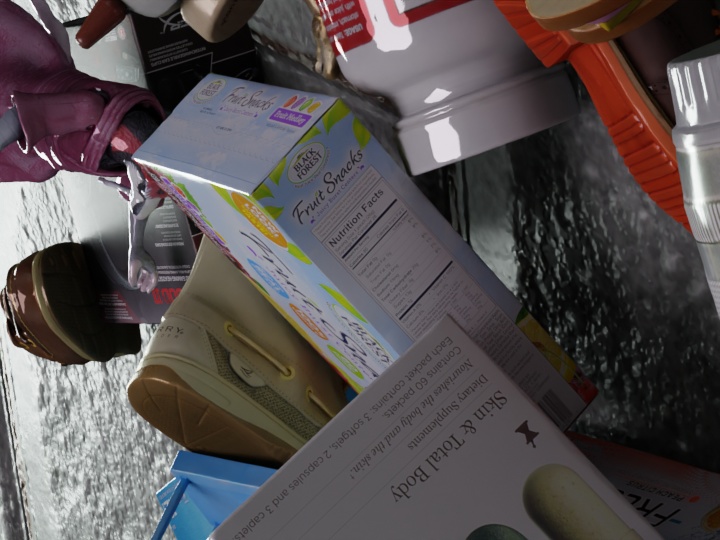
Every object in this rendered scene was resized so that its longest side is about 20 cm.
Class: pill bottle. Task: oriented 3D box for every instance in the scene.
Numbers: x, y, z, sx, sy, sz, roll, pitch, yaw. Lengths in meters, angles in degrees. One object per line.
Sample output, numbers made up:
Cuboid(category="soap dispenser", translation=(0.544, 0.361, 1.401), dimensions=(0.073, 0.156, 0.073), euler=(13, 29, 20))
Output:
Cuboid(category="pill bottle", translation=(0.028, -0.151, 1.167), dimensions=(0.112, 0.112, 0.201), euler=(-15, 95, 60))

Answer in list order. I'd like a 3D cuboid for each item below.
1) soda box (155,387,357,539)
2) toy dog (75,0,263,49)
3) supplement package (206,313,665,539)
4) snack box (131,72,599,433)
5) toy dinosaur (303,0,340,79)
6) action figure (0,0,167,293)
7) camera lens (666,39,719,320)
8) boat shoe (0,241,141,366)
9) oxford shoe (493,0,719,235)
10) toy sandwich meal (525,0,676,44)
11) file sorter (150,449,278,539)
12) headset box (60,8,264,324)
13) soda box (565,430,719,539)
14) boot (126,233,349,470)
Cuboid(category="soda box", translation=(-0.049, 0.124, 1.516), dimensions=(0.068, 0.064, 0.200), euler=(64, 150, 8))
Cuboid(category="toy dog", translation=(-0.105, -0.170, 1.228), dimensions=(0.131, 0.096, 0.201), euler=(30, 156, 29))
Cuboid(category="supplement package", translation=(0.040, 0.159, 1.127), dimensions=(0.200, 0.152, 0.151), euler=(46, 156, 6))
Cuboid(category="snack box", translation=(0.000, 0.000, 1.244), dimensions=(0.200, 0.068, 0.168), euler=(46, 169, -23))
Cuboid(category="toy dinosaur", translation=(-0.060, -0.192, 1.329), dimensions=(0.101, 0.058, 0.200), euler=(20, 150, 54))
Cuboid(category="action figure", translation=(-0.154, -0.084, 1.411), dimensions=(0.199, 0.134, 0.150), euler=(17, 80, 38))
Cuboid(category="camera lens", translation=(0.205, 0.001, 0.917), dimensions=(0.160, 0.159, 0.201), euler=(-10, 100, 60))
Cuboid(category="boat shoe", translation=(-0.187, 0.028, 1.585), dimensions=(0.200, 0.067, 0.073), euler=(36, -138, -81))
Cuboid(category="oxford shoe", translation=(0.134, -0.081, 1.081), dimensions=(0.200, 0.072, 0.071), euler=(51, 170, -8))
Cuboid(category="toy sandwich meal", translation=(0.079, -0.189, 1.036), dimensions=(0.205, 0.205, 0.070), euler=(44, -179, 36))
Cuboid(category="file sorter", translation=(-0.024, 0.207, 1.347), dimensions=(0.138, 0.123, 0.200), euler=(8, 148, 30))
Cuboid(category="headset box", translation=(-0.109, -0.055, 1.491), dimensions=(0.148, 0.077, 0.202), euler=(1, 108, 59))
Cuboid(category="soda box", translation=(0.134, 0.131, 1.206), dimensions=(0.199, 0.068, 0.064), euler=(12, 127, 57))
Cuboid(category="boot", translation=(-0.021, 0.049, 1.382), dimensions=(0.199, 0.156, 0.073), euler=(35, 146, -25))
